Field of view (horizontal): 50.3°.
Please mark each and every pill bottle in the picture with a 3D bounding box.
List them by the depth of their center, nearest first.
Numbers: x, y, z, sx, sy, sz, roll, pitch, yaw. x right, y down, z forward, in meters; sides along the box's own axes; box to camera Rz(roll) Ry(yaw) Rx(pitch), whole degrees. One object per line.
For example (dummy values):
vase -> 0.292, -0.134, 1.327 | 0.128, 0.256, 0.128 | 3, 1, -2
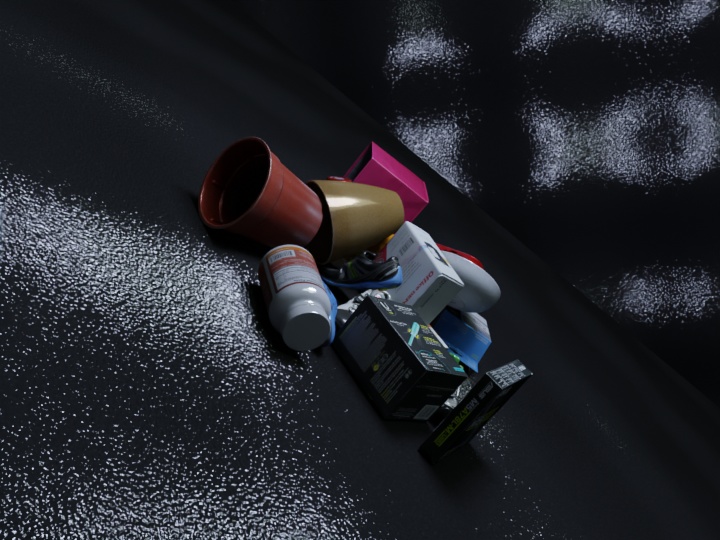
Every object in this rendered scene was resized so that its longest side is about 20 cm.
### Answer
pill bottle -> -0.116, 0.050, 1.379 | 0.112, 0.112, 0.200 | 27, 22, -31

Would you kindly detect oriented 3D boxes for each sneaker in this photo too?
sneaker -> -0.067, 0.080, 1.470 | 0.078, 0.066, 0.200 | 25, 22, -29
sneaker -> 0.167, 0.226, 1.547 | 0.078, 0.085, 0.200 | 35, 20, -13
sneaker -> 0.005, 0.077, 1.587 | 0.074, 0.089, 0.200 | 44, 21, 10
sneaker -> 0.000, 0.000, 1.651 | 0.199, 0.083, 0.071 | -1, -5, 29

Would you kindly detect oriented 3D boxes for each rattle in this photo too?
rattle -> -0.047, -0.088, 1.796 | 0.200, 0.143, 0.130 | 47, 34, 5

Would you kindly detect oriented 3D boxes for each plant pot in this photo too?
plant pot -> -0.193, -0.138, 1.574 | 0.195, 0.201, 0.201 | 32, 18, -46
plant pot -> -0.011, -0.120, 1.715 | 0.200, 0.187, 0.186 | -10, 44, -26

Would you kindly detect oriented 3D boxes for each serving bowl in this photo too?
serving bowl -> 0.220, 0.039, 1.774 | 0.200, 0.066, 0.200 | 28, -19, 11

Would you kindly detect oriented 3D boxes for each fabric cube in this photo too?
fabric cube -> 0.049, -0.208, 2.150 | 0.199, 0.200, 0.196 | 36, 18, -14

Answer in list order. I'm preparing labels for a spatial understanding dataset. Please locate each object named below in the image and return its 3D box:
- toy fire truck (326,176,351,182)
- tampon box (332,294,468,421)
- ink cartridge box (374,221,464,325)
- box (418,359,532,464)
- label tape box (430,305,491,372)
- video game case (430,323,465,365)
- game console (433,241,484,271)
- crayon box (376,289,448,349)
toy fire truck -> -0.110, -0.172, 1.894 | 0.168, 0.112, 0.200 | 6, 15, -3
tampon box -> 0.071, 0.165, 1.441 | 0.150, 0.126, 0.200 | 17, 28, -50
ink cartridge box -> 0.118, 0.012, 1.692 | 0.083, 0.146, 0.200 | 27, 23, -38
box -> 0.213, 0.254, 1.400 | 0.048, 0.193, 0.200 | 47, 19, 19
label tape box -> 0.242, 0.142, 1.859 | 0.144, 0.063, 0.200 | 35, 18, -9
video game case -> 0.194, 0.142, 1.894 | 0.200, 0.019, 0.143 | 39, 18, 1
game console -> 0.210, -0.002, 1.834 | 0.200, 0.031, 0.177 | 22, -22, 29
crayon box -> 0.094, 0.115, 1.718 | 0.126, 0.052, 0.200 | 15, 31, -50
